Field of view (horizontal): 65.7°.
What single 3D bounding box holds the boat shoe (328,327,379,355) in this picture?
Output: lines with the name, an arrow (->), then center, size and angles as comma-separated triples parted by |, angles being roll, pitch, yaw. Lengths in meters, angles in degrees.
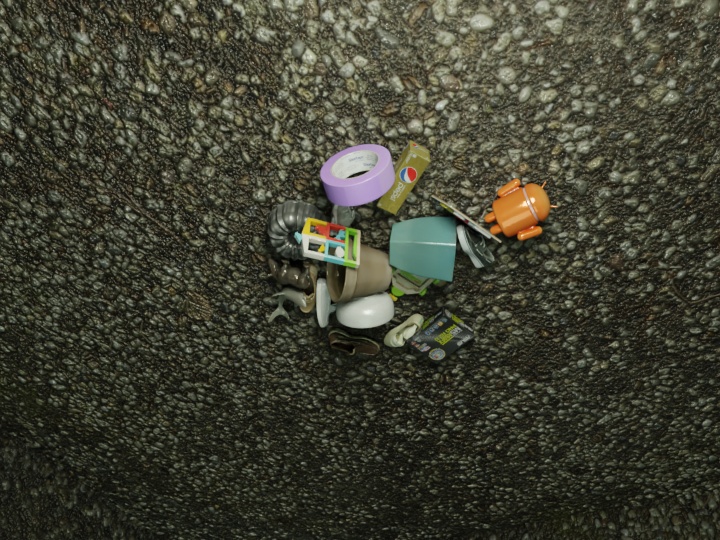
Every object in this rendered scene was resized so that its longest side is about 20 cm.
boat shoe -> -0.025, 0.280, 2.036 | 0.198, 0.076, 0.076 | 18, 129, -11

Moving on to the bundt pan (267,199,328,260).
bundt pan -> -0.196, -0.112, 1.721 | 0.196, 0.077, 0.205 | 1, 129, 1

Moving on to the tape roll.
tape roll -> -0.007, -0.259, 1.505 | 0.195, 0.203, 0.067 | -10, 129, 12

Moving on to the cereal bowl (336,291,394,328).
cereal bowl -> 0.013, 0.106, 1.820 | 0.194, 0.201, 0.085 | -3, 111, 6

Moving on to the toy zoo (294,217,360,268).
toy zoo -> -0.096, -0.084, 1.622 | 0.195, 0.134, 0.021 | 13, 141, -14

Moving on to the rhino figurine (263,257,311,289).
rhino figurine -> -0.238, 0.004, 1.799 | 0.196, 0.059, 0.090 | 13, 110, 27

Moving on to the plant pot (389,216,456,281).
plant pot -> 0.188, -0.073, 1.694 | 0.194, 0.143, 0.144 | 5, 131, 7

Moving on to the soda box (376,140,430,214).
soda box -> 0.119, -0.262, 1.586 | 0.066, 0.065, 0.201 | 22, 128, -15

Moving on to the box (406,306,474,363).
box -> 0.284, 0.235, 2.001 | 0.159, 0.045, 0.200 | 34, 124, -22

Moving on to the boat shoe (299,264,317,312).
boat shoe -> -0.182, 0.074, 1.880 | 0.069, 0.065, 0.203 | 5, 130, -2

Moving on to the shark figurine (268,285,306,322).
shark figurine -> -0.265, 0.094, 1.882 | 0.088, 0.131, 0.213 | -12, 168, -36

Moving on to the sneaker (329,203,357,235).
sneaker -> -0.046, -0.186, 1.662 | 0.080, 0.076, 0.202 | 3, 142, -7

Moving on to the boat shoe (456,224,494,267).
boat shoe -> 0.356, -0.082, 1.711 | 0.070, 0.074, 0.200 | -18, 143, 26

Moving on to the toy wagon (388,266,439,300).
toy wagon -> 0.160, 0.024, 1.836 | 0.153, 0.040, 0.200 | 31, 127, -21

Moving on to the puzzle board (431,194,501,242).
puzzle board -> 0.304, -0.149, 1.618 | 0.197, 0.151, 0.018 | 31, 100, -21

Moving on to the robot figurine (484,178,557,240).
robot figurine -> 0.460, -0.172, 1.607 | 0.197, 0.147, 0.116 | -27, 140, 23

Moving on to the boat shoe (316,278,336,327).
boat shoe -> -0.114, 0.112, 1.913 | 0.067, 0.073, 0.204 | 1, 121, 2

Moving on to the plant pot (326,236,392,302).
plant pot -> 0.000, 0.000, 1.748 | 0.169, 0.202, 0.203 | 2, 133, -22

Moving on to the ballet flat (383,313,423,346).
ballet flat -> 0.150, 0.228, 1.990 | 0.069, 0.070, 0.200 | 29, 126, -20
